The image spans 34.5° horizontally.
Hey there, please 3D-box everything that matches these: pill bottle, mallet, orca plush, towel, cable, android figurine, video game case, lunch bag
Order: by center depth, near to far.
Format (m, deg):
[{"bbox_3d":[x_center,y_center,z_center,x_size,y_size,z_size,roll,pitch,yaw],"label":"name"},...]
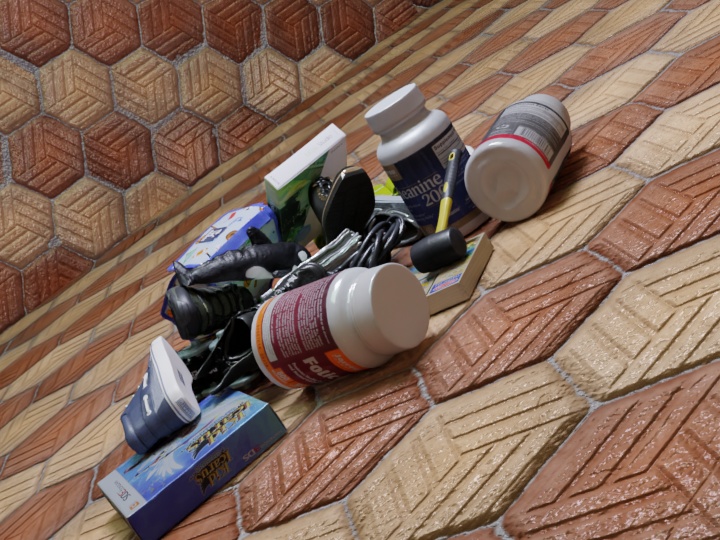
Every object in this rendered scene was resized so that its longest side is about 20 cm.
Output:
[{"bbox_3d":[-0.023,0.063,1.324,0.199,0.115,0.114,-20,19,43],"label":"pill bottle"},{"bbox_3d":[-0.199,0.218,1.344,0.199,0.046,0.181,-38,16,-17],"label":"video game case"},{"bbox_3d":[0.114,-0.084,1.435,0.065,0.041,0.201,-18,40,40],"label":"mallet"},{"bbox_3d":[0.214,-0.156,1.516,0.110,0.111,0.200,-23,18,34],"label":"pill bottle"},{"bbox_3d":[0.000,0.000,1.534,0.200,0.051,0.163,-45,-10,27],"label":"cable"},{"bbox_3d":[0.091,-0.144,1.563,0.110,0.201,0.111,-31,14,9],"label":"pill bottle"},{"bbox_3d":[-0.158,-0.024,1.586,0.197,0.072,0.105,-5,4,-14],"label":"orca plush"},{"bbox_3d":[-0.079,0.021,1.599,0.149,0.031,0.200,-35,-7,-23],"label":"towel"},{"bbox_3d":[-0.209,0.001,1.775,0.170,0.124,0.200,-47,-8,-33],"label":"lunch bag"},{"bbox_3d":[0.000,-0.093,1.918,0.181,0.041,0.200,-34,16,1],"label":"android figurine"}]

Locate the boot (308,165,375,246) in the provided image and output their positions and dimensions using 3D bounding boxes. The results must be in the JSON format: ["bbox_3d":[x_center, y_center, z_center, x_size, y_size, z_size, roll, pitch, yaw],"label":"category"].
[{"bbox_3d":[-0.041,-0.110,1.677,0.077,0.139,0.201,-12,-36,-19],"label":"boot"}]

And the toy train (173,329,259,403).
[{"bbox_3d":[-0.186,0.118,1.572,0.199,0.086,0.114,-22,9,38],"label":"toy train"}]

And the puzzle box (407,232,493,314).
[{"bbox_3d":[0.062,0.028,1.425,0.199,0.026,0.133,-25,17,30],"label":"puzzle box"}]

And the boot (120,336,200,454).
[{"bbox_3d":[-0.259,0.151,1.439,0.090,0.073,0.200,-37,20,-1],"label":"boot"}]

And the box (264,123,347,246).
[{"bbox_3d":[-0.080,-0.117,1.794,0.144,0.036,0.201,-41,-25,-21],"label":"box"}]

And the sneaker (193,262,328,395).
[{"bbox_3d":[-0.118,0.069,1.426,0.200,0.060,0.104,-49,-14,3],"label":"sneaker"}]

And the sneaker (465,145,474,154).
[{"bbox_3d":[0.124,-0.151,1.774,0.082,0.077,0.200,-42,15,-7],"label":"sneaker"}]

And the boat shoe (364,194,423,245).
[{"bbox_3d":[0.032,-0.070,1.706,0.199,0.073,0.071,-13,21,49],"label":"boat shoe"}]

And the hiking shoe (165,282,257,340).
[{"bbox_3d":[-0.199,0.044,1.583,0.100,0.077,0.200,-22,-2,5],"label":"hiking shoe"}]

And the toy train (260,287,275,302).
[{"bbox_3d":[-0.120,0.042,1.713,0.199,0.042,0.056,-37,-13,-11],"label":"toy train"}]
